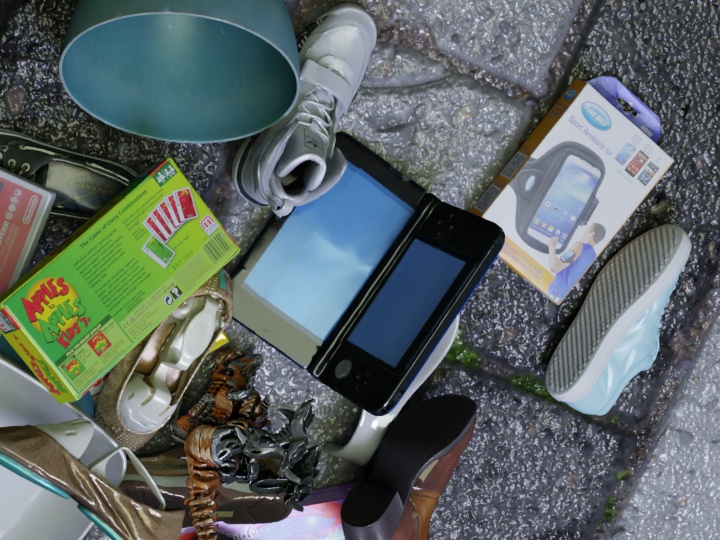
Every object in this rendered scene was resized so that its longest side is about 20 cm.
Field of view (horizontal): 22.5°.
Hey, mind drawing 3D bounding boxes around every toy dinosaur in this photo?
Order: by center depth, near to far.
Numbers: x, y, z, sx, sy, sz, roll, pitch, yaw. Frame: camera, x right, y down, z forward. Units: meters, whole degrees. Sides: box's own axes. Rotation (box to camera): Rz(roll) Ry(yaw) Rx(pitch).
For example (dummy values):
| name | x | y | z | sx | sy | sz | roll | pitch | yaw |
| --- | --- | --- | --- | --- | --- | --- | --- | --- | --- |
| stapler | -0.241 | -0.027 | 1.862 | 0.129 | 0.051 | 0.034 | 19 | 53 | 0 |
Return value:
| name | x | y | z | sx | sy | sz | roll | pitch | yaw |
| --- | --- | --- | --- | --- | --- | --- | --- | --- | --- |
| toy dinosaur | -0.109 | 0.162 | 1.609 | 0.135 | 0.102 | 0.202 | 6 | 73 | 8 |

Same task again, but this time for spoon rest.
| name | x | y | z | sx | sy | sz | roll | pitch | yaw |
| --- | --- | --- | --- | --- | --- | --- | --- | --- | --- |
| spoon rest | 0.026 | 0.091 | 1.684 | 0.099 | 0.061 | 0.201 | 19 | 98 | -17 |

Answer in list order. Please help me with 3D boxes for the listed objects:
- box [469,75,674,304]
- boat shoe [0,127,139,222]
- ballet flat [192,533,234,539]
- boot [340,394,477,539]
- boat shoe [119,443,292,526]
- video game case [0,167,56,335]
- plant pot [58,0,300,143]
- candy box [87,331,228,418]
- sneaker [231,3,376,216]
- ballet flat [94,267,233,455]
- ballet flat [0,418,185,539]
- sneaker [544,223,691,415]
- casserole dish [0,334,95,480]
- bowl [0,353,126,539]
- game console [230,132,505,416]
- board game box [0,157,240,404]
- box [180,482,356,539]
| name | x | y | z | sx | sy | sz | roll | pitch | yaw |
| --- | --- | --- | --- | --- | --- | --- | --- | --- | --- |
| box | 0.201 | -0.082 | 1.698 | 0.119 | 0.041 | 0.200 | 38 | 94 | -18 |
| boat shoe | -0.281 | -0.081 | 1.570 | 0.198 | 0.057 | 0.069 | 9 | 100 | -16 |
| ballet flat | -0.074 | 0.305 | 1.662 | 0.199 | 0.073 | 0.073 | 29 | 95 | -18 |
| boot | 0.063 | 0.237 | 1.694 | 0.189 | 0.068 | 0.201 | -56 | 145 | -34 |
| boat shoe | -0.161 | 0.189 | 1.659 | 0.198 | 0.077 | 0.072 | 4 | 143 | -12 |
| video game case | -0.373 | -0.040 | 1.537 | 0.199 | 0.017 | 0.144 | 24 | 96 | 7 |
| plant pot | -0.146 | -0.215 | 1.521 | 0.199 | 0.200 | 0.136 | 10 | 62 | -16 |
| candy box | -0.228 | 0.070 | 1.634 | 0.199 | 0.026 | 0.103 | -31 | 111 | -5 |
| sneaker | -0.036 | -0.136 | 1.585 | 0.075 | 0.115 | 0.201 | 30 | 95 | -23 |
| ballet flat | -0.175 | 0.085 | 1.602 | 0.070 | 0.065 | 0.201 | 24 | 100 | -24 |
| ballet flat | -0.224 | 0.169 | 1.500 | 0.200 | 0.068 | 0.073 | 38 | 75 | -18 |
| sneaker | 0.258 | 0.050 | 1.734 | 0.082 | 0.074 | 0.200 | 34 | 96 | -36 |
| casserole dish | -0.320 | 0.103 | 1.588 | 0.121 | 0.039 | 0.200 | -38 | 108 | 0 |
| bowl | -0.324 | 0.169 | 1.546 | 0.200 | 0.075 | 0.200 | 37 | 95 | -19 |
| game console | 0.000 | 0.000 | 1.604 | 0.118 | 0.170 | 0.201 | 38 | 84 | -34 |
| board game box | -0.206 | 0.008 | 1.520 | 0.200 | 0.048 | 0.102 | -44 | 104 | -28 |
| box | -0.084 | 0.286 | 1.712 | 0.198 | 0.039 | 0.138 | -8 | 105 | -12 |
